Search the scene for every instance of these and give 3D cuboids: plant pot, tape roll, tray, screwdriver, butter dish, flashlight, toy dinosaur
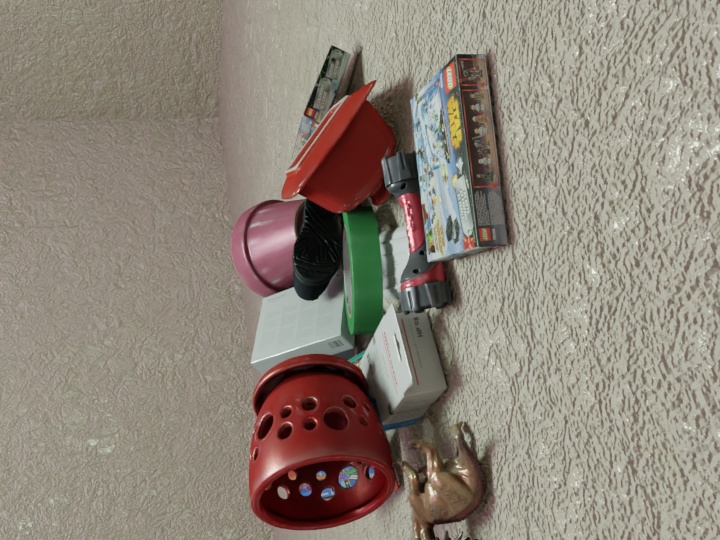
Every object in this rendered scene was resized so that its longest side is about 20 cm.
[{"bbox_3d":[-0.136,-0.059,1.262,0.177,0.197,0.205,-18,76,45],"label":"plant pot"},{"bbox_3d":[-0.059,0.236,0.881,0.185,0.195,0.203,-101,16,-46],"label":"plant pot"},{"bbox_3d":[0.000,0.000,1.012,0.200,0.047,0.206,176,90,-84],"label":"tape roll"},{"bbox_3d":[0.059,-0.009,0.924,0.200,0.022,0.110,176,89,-73],"label":"tray"},{"bbox_3d":[-0.027,-0.315,1.119,0.029,0.028,0.202,42,141,23],"label":"screwdriver"},{"bbox_3d":[-0.013,-0.156,0.939,0.202,0.147,0.199,-54,14,-4],"label":"butter dish"},{"bbox_3d":[0.066,-0.049,0.799,0.068,0.067,0.205,13,-116,-73],"label":"flashlight"},{"bbox_3d":[0.108,0.276,0.754,0.137,0.084,0.202,58,134,35],"label":"toy dinosaur"}]

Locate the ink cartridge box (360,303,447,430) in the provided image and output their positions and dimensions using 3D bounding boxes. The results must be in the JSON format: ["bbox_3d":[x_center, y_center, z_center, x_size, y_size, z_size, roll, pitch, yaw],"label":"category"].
[{"bbox_3d":[0.061,0.137,0.877,0.201,0.065,0.118,113,148,-57],"label":"ink cartridge box"}]

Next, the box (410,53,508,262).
[{"bbox_3d":[0.107,-0.119,0.706,0.137,0.039,0.205,163,102,-74],"label":"box"}]

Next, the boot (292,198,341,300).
[{"bbox_3d":[-0.076,-0.005,1.043,0.203,0.074,0.170,-90,7,-45],"label":"boot"}]

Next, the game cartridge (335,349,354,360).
[{"bbox_3d":[-0.088,0.116,1.245,0.201,0.130,0.042,-124,30,-52],"label":"game cartridge"}]

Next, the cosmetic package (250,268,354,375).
[{"bbox_3d":[-0.101,0.095,1.149,0.052,0.197,0.153,48,-147,-41],"label":"cosmetic package"}]

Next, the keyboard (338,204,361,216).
[{"bbox_3d":[-0.024,-0.140,1.164,0.106,0.039,0.200,67,169,-22],"label":"keyboard"}]

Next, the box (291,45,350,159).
[{"bbox_3d":[-0.075,-0.288,1.120,0.200,0.039,0.140,136,154,-74],"label":"box"}]

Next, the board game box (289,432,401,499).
[{"bbox_3d":[-0.037,0.333,1.054,0.019,0.196,0.105,-15,-93,-69],"label":"board game box"}]

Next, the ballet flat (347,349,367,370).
[{"bbox_3d":[-0.035,0.190,1.025,0.065,0.197,0.076,63,-173,-1],"label":"ballet flat"}]
